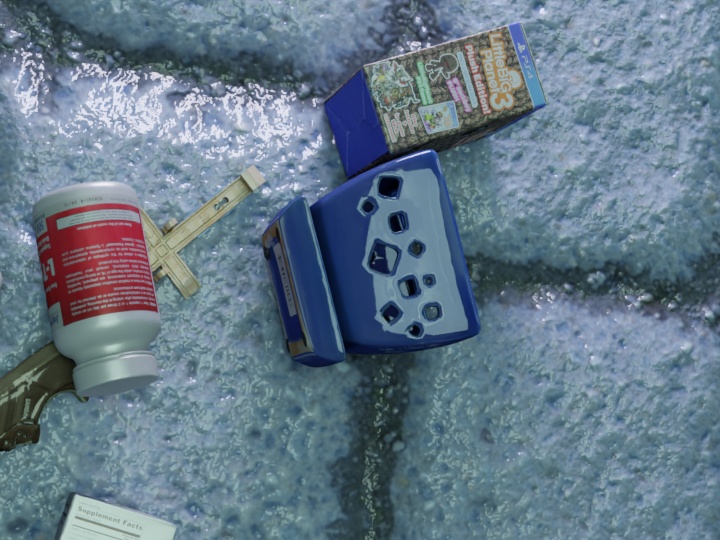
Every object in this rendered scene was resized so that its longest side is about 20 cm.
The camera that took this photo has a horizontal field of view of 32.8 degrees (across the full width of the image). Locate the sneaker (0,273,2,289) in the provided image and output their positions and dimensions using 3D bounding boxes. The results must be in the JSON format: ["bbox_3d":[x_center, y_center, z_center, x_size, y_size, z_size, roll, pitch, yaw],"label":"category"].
[{"bbox_3d":[-0.453,-0.005,1.204,0.197,0.121,0.085,7,81,-17],"label":"sneaker"}]

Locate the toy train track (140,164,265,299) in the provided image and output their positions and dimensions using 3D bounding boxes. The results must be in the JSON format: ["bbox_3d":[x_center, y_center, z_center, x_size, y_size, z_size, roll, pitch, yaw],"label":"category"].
[{"bbox_3d":[-0.183,-0.049,1.342,0.199,0.032,0.115,-40,96,-19],"label":"toy train track"}]

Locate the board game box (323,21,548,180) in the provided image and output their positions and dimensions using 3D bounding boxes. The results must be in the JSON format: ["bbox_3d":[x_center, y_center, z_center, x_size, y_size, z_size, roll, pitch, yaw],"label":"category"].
[{"bbox_3d":[0.080,-0.188,1.378,0.197,0.159,0.098,-19,89,-18],"label":"board game box"}]

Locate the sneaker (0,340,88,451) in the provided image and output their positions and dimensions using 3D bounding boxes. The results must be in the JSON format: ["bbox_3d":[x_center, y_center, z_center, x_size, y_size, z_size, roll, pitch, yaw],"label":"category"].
[{"bbox_3d":[-0.365,0.157,1.238,0.199,0.070,0.076,-39,96,-18],"label":"sneaker"}]

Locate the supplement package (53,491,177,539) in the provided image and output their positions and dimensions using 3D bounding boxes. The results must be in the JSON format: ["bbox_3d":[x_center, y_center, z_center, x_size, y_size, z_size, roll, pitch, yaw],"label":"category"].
[{"bbox_3d":[-0.269,0.334,1.221,0.108,0.114,0.203,20,78,-12],"label":"supplement package"}]

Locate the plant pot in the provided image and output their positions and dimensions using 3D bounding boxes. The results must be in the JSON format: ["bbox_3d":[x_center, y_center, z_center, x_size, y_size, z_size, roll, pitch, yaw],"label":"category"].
[{"bbox_3d":[0.000,0.000,1.313,0.177,0.200,0.203,-14,87,-12],"label":"plant pot"}]

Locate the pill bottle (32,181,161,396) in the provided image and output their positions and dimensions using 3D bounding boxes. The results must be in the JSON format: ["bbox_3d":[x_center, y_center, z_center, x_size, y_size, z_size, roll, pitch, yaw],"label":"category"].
[{"bbox_3d":[-0.266,0.021,1.252,0.111,0.112,0.203,-9,77,-18],"label":"pill bottle"}]
